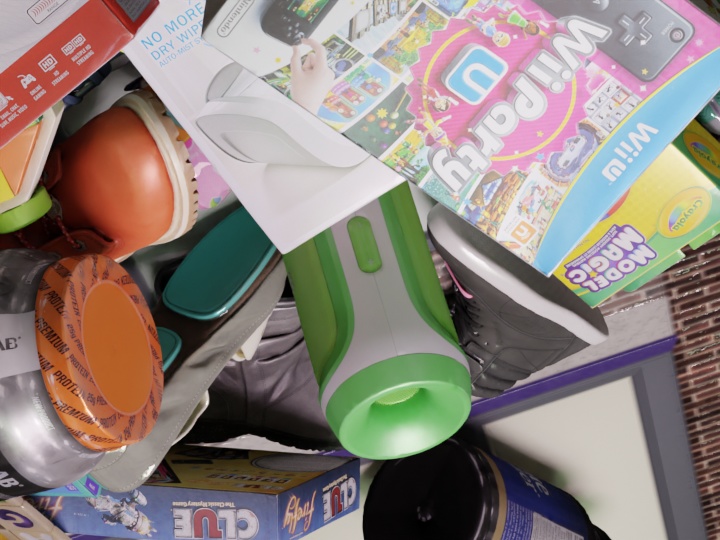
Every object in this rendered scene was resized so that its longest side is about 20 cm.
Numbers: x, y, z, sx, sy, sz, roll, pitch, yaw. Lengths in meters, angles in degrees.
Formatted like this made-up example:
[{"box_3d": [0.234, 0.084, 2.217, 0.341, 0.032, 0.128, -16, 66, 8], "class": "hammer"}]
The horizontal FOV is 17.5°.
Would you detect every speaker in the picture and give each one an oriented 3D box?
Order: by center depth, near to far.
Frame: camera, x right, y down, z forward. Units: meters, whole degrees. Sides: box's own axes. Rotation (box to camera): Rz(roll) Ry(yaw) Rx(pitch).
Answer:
[{"box_3d": [0.000, 0.000, 1.280, 0.088, 0.201, 0.089, -11, 145, -8], "class": "speaker"}]

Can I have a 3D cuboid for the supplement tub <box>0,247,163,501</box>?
[{"box_3d": [-0.208, 0.060, 1.182, 0.199, 0.123, 0.123, -15, 148, 23], "class": "supplement tub"}]

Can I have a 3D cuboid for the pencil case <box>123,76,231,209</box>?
[{"box_3d": [-0.021, -0.108, 1.231, 0.199, 0.088, 0.087, -27, 144, 16], "class": "pencil case"}]

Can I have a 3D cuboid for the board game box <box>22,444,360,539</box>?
[{"box_3d": [-0.116, 0.135, 1.436, 0.198, 0.035, 0.135, 2, -174, 21], "class": "board game box"}]

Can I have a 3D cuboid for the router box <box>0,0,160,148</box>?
[{"box_3d": [-0.223, -0.125, 1.061, 0.200, 0.049, 0.180, -36, 103, 25], "class": "router box"}]

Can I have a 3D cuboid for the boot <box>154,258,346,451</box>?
[{"box_3d": [-0.039, 0.048, 1.454, 0.199, 0.070, 0.132, -5, 139, -24], "class": "boot"}]

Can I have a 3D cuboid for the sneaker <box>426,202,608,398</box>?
[{"box_3d": [0.073, 0.026, 1.460, 0.099, 0.071, 0.200, -35, 146, 16], "class": "sneaker"}]

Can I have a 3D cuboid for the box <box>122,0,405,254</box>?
[{"box_3d": [-0.006, -0.141, 1.114, 0.199, 0.097, 0.177, -30, 116, 16], "class": "box"}]

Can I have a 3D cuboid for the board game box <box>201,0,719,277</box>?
[{"box_3d": [0.052, -0.114, 1.038, 0.199, 0.064, 0.148, 33, 115, -17], "class": "board game box"}]

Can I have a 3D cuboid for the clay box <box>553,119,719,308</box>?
[{"box_3d": [0.124, -0.062, 1.313, 0.200, 0.048, 0.115, 40, 124, -21], "class": "clay box"}]

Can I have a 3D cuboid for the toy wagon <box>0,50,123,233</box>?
[{"box_3d": [-0.208, -0.087, 1.135, 0.199, 0.040, 0.156, -22, 107, 12], "class": "toy wagon"}]

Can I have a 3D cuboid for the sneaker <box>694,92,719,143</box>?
[{"box_3d": [0.226, -0.111, 1.355, 0.199, 0.075, 0.087, -28, 160, 30], "class": "sneaker"}]

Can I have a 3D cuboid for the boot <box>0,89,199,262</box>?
[{"box_3d": [-0.156, -0.026, 1.221, 0.107, 0.075, 0.200, -26, 174, -32], "class": "boot"}]

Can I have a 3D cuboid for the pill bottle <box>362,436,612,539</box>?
[{"box_3d": [0.100, 0.197, 1.675, 0.112, 0.112, 0.200, -34, 143, 23], "class": "pill bottle"}]

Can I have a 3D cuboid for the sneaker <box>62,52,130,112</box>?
[{"box_3d": [-0.181, -0.076, 1.198, 0.199, 0.082, 0.070, -27, 153, 15], "class": "sneaker"}]

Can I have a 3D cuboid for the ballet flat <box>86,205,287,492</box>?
[{"box_3d": [-0.096, 0.044, 1.353, 0.200, 0.067, 0.064, -50, 134, -18], "class": "ballet flat"}]

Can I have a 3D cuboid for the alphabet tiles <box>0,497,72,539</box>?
[{"box_3d": [-0.287, 0.127, 1.382, 0.199, 0.008, 0.167, -2, 148, 29], "class": "alphabet tiles"}]

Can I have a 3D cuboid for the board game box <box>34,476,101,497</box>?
[{"box_3d": [-0.265, 0.081, 1.352, 0.198, 0.045, 0.152, 0, 151, 21], "class": "board game box"}]
